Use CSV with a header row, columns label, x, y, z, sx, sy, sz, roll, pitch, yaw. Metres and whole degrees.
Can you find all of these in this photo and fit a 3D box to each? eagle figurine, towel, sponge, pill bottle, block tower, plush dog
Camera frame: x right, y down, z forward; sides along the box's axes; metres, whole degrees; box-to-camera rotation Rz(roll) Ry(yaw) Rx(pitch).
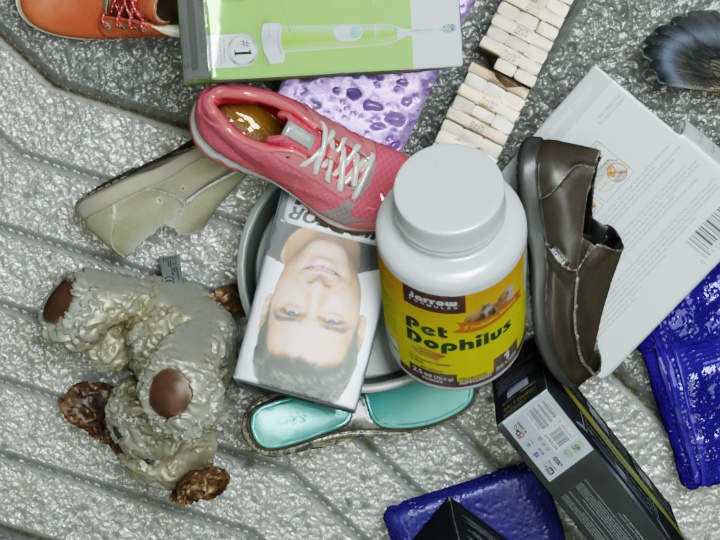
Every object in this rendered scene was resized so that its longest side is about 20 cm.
label,x,y,z,sx,sy,sz,roll,pitch,yaw
eagle figurine,0.326,-0.119,1.388,0.199,0.151,0.152,5,61,31
towel,0.113,0.272,1.519,0.147,0.050,0.201,-17,102,-1
sponge,0.022,-0.200,1.398,0.111,0.030,0.201,26,92,-5
pill bottle,0.067,-0.003,1.289,0.109,0.110,0.200,-3,147,3
block tower,0.110,-0.154,1.391,0.054,0.058,0.201,26,93,-1
towel,0.308,0.074,1.450,0.147,0.050,0.201,-17,102,7
plush dog,-0.162,0.099,1.453,0.200,0.160,0.173,34,122,31

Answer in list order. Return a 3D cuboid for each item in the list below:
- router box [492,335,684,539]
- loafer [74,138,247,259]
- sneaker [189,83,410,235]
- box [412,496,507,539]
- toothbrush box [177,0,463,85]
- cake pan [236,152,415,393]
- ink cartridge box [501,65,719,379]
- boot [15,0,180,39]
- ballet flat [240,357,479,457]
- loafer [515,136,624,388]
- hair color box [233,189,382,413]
label,x,y,z,sx,sy,sz,roll,pitch,yaw
router box,0.186,0.161,1.429,0.052,0.157,0.200,-37,99,10
loafer,-0.134,-0.069,1.434,0.199,0.076,0.069,-22,103,17
sneaker,-0.038,-0.083,1.315,0.199,0.087,0.074,22,81,1
box,0.131,0.291,1.426,0.200,0.141,0.079,38,96,-9
toothbrush box,-0.033,-0.216,1.311,0.199,0.086,0.147,-6,95,-19
cake pan,0.000,0.000,1.428,0.199,0.037,0.202,0,82,-1
ink cartridge box,0.189,-0.039,1.373,0.173,0.044,0.200,39,116,-4
boot,-0.180,-0.215,1.382,0.199,0.107,0.076,-2,105,5
ballet flat,-0.002,0.110,1.468,0.199,0.075,0.068,-13,86,-1
loafer,0.164,-0.004,1.329,0.071,0.073,0.201,-5,112,16
hair color box,-0.026,0.002,1.377,0.098,0.061,0.201,14,82,1
